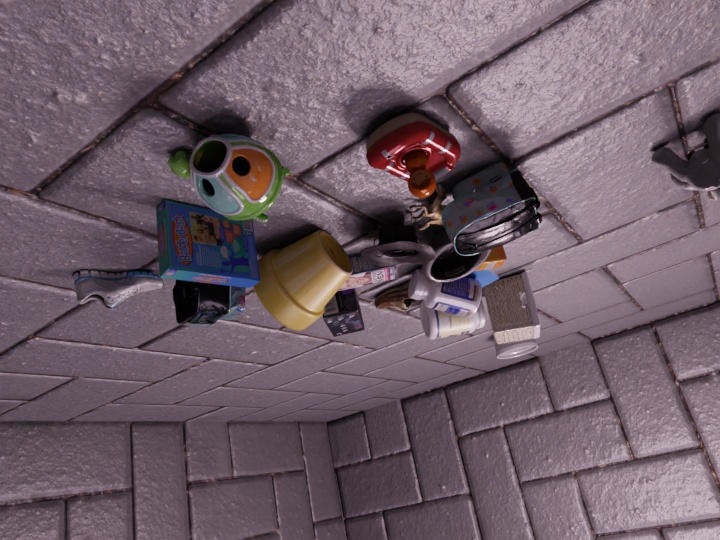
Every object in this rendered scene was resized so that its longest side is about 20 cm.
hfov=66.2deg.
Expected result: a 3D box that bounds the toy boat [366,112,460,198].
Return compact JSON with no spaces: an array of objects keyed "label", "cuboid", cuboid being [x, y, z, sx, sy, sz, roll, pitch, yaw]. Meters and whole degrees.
[{"label":"toy boat","cuboid":[0.102,-0.194,1.012,0.130,0.132,0.199,-30,152,36]}]

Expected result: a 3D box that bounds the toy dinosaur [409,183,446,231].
[{"label":"toy dinosaur","cuboid":[0.171,-0.127,1.302,0.100,0.059,0.200,-15,157,4]}]

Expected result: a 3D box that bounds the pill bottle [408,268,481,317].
[{"label":"pill bottle","cuboid":[0.252,0.063,1.665,0.199,0.120,0.120,15,152,-9]}]

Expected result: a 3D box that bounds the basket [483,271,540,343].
[{"label":"basket","cuboid":[0.530,0.138,1.933,0.160,0.200,0.200,-13,158,14]}]

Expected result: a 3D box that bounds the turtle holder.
[{"label":"turtle holder","cuboid":[-0.223,-0.171,0.927,0.141,0.185,0.132,-49,151,4]}]

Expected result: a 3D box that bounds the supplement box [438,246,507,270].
[{"label":"supplement box","cuboid":[0.310,-0.036,1.577,0.198,0.067,0.069,-7,160,-11]}]

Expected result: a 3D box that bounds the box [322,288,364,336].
[{"label":"box","cuboid":[-0.057,0.108,1.654,0.105,0.123,0.200,-13,157,2]}]

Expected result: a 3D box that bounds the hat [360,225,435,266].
[{"label":"hat","cuboid":[0.090,-0.071,1.352,0.199,0.082,0.201,-2,166,0]}]

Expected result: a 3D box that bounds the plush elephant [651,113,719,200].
[{"label":"plush elephant","cuboid":[0.803,-0.240,1.242,0.154,0.201,0.165,-17,158,-42]}]

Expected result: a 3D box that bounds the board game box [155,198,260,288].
[{"label":"board game box","cuboid":[-0.307,-0.050,1.118,0.199,0.153,0.045,10,149,-41]}]

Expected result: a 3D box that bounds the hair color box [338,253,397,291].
[{"label":"hair color box","cuboid":[0.000,0.000,1.511,0.198,0.061,0.100,-12,157,1]}]

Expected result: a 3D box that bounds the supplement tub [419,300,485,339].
[{"label":"supplement tub","cuboid":[0.319,0.155,1.925,0.198,0.146,0.145,-8,157,-8]}]

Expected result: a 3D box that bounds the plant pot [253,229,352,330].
[{"label":"plant pot","cuboid":[-0.128,0.009,1.323,0.189,0.201,0.200,-37,150,16]}]

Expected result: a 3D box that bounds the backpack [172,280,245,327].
[{"label":"backpack","cuboid":[-0.356,0.043,1.285,0.150,0.179,0.200,13,151,-37]}]

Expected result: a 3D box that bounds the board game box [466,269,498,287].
[{"label":"board game box","cuboid":[0.327,0.005,1.705,0.157,0.039,0.200,16,158,-13]}]

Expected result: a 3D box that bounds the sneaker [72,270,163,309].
[{"label":"sneaker","cuboid":[-0.571,0.051,1.311,0.199,0.087,0.075,-2,154,-26]}]

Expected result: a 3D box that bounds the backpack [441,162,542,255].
[{"label":"backpack","cuboid":[0.278,-0.127,1.224,0.199,0.154,0.176,-32,154,8]}]

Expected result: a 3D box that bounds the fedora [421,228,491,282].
[{"label":"fedora","cuboid":[0.242,-0.055,1.453,0.176,0.091,0.200,-2,146,-18]}]

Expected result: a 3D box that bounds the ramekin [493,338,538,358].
[{"label":"ramekin","cuboid":[0.731,0.341,2.626,0.199,0.106,0.200,-10,157,-4]}]

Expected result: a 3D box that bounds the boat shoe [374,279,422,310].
[{"label":"boat shoe","cuboid":[0.132,0.090,1.770,0.199,0.074,0.075,-28,153,33]}]
